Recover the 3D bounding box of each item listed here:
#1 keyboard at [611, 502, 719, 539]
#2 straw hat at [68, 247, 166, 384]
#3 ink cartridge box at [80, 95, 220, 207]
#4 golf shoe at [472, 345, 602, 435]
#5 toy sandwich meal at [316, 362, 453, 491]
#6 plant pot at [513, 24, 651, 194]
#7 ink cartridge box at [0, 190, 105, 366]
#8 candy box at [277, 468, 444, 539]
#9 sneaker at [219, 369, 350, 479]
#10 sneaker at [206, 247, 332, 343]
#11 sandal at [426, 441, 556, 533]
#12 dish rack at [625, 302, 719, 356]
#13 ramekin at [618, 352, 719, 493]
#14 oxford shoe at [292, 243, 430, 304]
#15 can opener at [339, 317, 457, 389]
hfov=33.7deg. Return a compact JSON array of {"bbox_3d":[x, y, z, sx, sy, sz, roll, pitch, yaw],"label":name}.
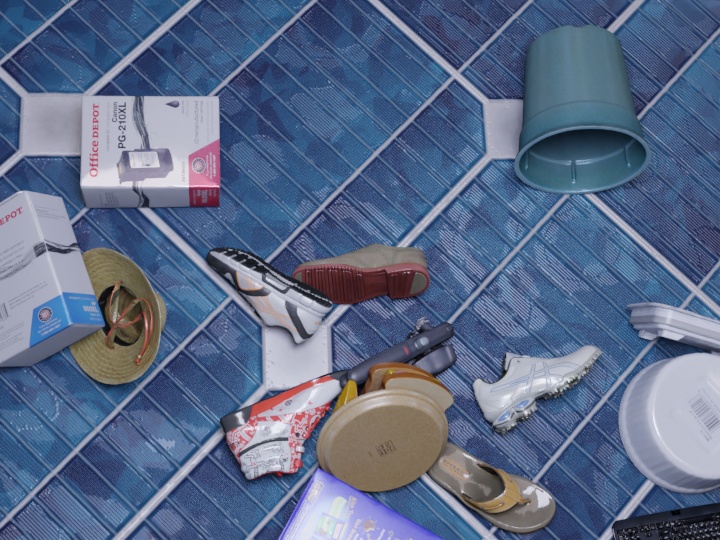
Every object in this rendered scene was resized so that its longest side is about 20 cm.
[{"bbox_3d":[0.462,0.389,1.686,0.199,0.040,0.105,-9,74,-9],"label":"keyboard"},{"bbox_3d":[-0.318,0.061,1.653,0.085,0.201,0.202,-10,70,-53],"label":"straw hat"},{"bbox_3d":[-0.304,-0.172,1.729,0.199,0.084,0.146,-1,73,-8],"label":"ink cartridge box"},{"bbox_3d":[0.253,0.146,1.715,0.199,0.078,0.097,-30,74,-16],"label":"golf shoe"},{"bbox_3d":[0.029,0.216,1.631,0.204,0.206,0.070,-7,36,-9],"label":"toy sandwich meal"},{"bbox_3d":[0.326,-0.246,1.787,0.199,0.200,0.197,4,65,-6],"label":"plant pot"},{"bbox_3d":[-0.454,0.012,1.625,0.144,0.084,0.201,-26,76,20],"label":"ink cartridge box"},{"bbox_3d":[-0.014,0.392,1.604,0.199,0.077,0.170,29,71,3],"label":"candy box"},{"bbox_3d":[-0.086,0.217,1.655,0.201,0.067,0.108,-21,86,-17],"label":"sneaker"},{"bbox_3d":[-0.141,0.033,1.697,0.199,0.074,0.080,31,108,15],"label":"sneaker"},{"bbox_3d":[0.181,0.303,1.667,0.199,0.054,0.081,30,72,2],"label":"sandal"},{"bbox_3d":[0.489,0.094,1.713,0.199,0.172,0.044,16,85,-3],"label":"dish rack"},{"bbox_3d":[0.482,0.214,1.709,0.199,0.098,0.202,2,73,-7],"label":"ramekin"},{"bbox_3d":[0.000,0.000,1.739,0.199,0.071,0.075,1,42,-2],"label":"oxford shoe"},{"bbox_3d":[0.057,0.121,1.675,0.199,0.063,0.079,-17,68,-36],"label":"can opener"}]
